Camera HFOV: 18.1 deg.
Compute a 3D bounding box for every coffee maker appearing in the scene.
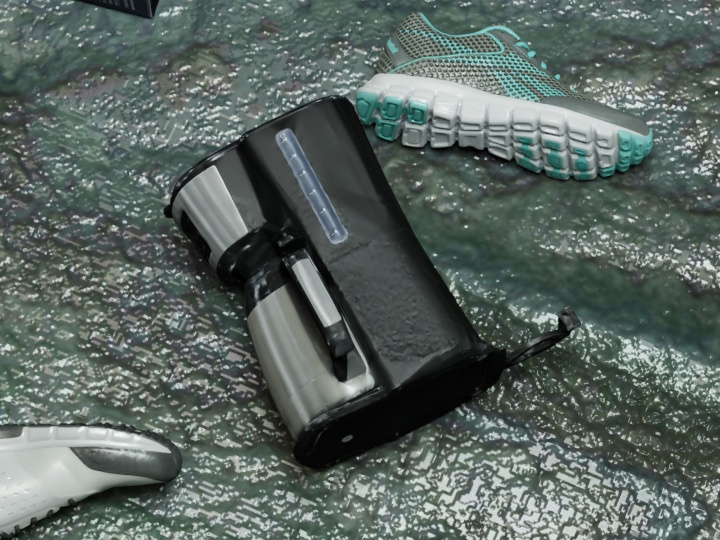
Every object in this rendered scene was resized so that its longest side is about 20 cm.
[{"bbox_3d":[0.000,0.000,1.449,0.192,0.135,0.200,-16,70,-31],"label":"coffee maker"}]

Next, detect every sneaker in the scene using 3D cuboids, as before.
[{"bbox_3d":[0.101,-0.123,1.512,0.199,0.078,0.091,14,66,4],"label":"sneaker"},{"bbox_3d":[-0.211,0.134,1.425,0.199,0.074,0.080,-3,84,4],"label":"sneaker"}]

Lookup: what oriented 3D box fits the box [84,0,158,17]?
[{"bbox_3d":[-0.218,-0.282,1.552,0.199,0.107,0.149,14,71,6],"label":"box"}]
